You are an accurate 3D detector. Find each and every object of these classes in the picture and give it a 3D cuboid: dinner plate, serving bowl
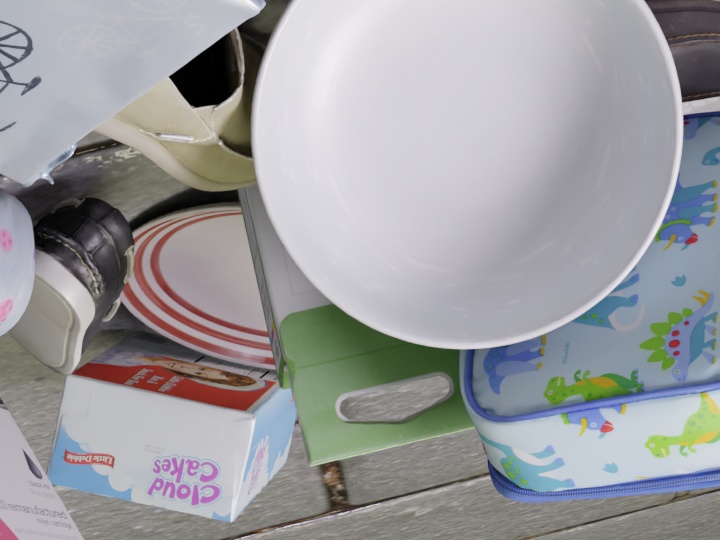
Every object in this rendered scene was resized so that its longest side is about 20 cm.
[{"bbox_3d":[-0.047,0.006,1.612,0.198,0.024,0.201,6,150,3],"label":"dinner plate"},{"bbox_3d":[0.049,-0.068,1.289,0.199,0.202,0.066,-16,-174,4],"label":"serving bowl"}]

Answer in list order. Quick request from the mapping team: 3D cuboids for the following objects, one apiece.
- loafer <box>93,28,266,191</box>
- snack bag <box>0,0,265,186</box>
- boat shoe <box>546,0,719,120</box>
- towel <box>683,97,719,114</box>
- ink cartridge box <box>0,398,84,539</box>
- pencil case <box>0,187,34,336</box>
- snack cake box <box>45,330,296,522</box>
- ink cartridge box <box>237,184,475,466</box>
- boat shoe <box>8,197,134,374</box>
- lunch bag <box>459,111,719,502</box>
[{"bbox_3d":[-0.077,-0.088,1.287,0.068,0.076,0.200,-17,163,30],"label":"loafer"},{"bbox_3d":[-0.163,-0.111,1.150,0.199,0.022,0.188,22,142,-35],"label":"snack bag"},{"bbox_3d":[0.109,-0.090,1.358,0.198,0.074,0.075,-5,146,10],"label":"boat shoe"},{"bbox_3d":[0.163,-0.121,1.457,0.190,0.032,0.199,5,154,-46],"label":"towel"},{"bbox_3d":[-0.254,0.100,1.506,0.084,0.201,0.145,-41,156,15],"label":"ink cartridge box"},{"bbox_3d":[-0.251,-0.014,1.367,0.090,0.084,0.199,-8,169,32],"label":"pencil case"},{"bbox_3d":[-0.107,0.091,1.661,0.114,0.068,0.200,13,-173,6],"label":"snack cake box"},{"bbox_3d":[0.000,0.000,1.411,0.103,0.201,0.059,-12,163,-6],"label":"ink cartridge box"},{"bbox_3d":[-0.167,0.005,1.531,0.060,0.074,0.200,-49,180,-17],"label":"boat shoe"},{"bbox_3d":[0.128,0.016,1.335,0.160,0.201,0.083,-10,132,16],"label":"lunch bag"}]
